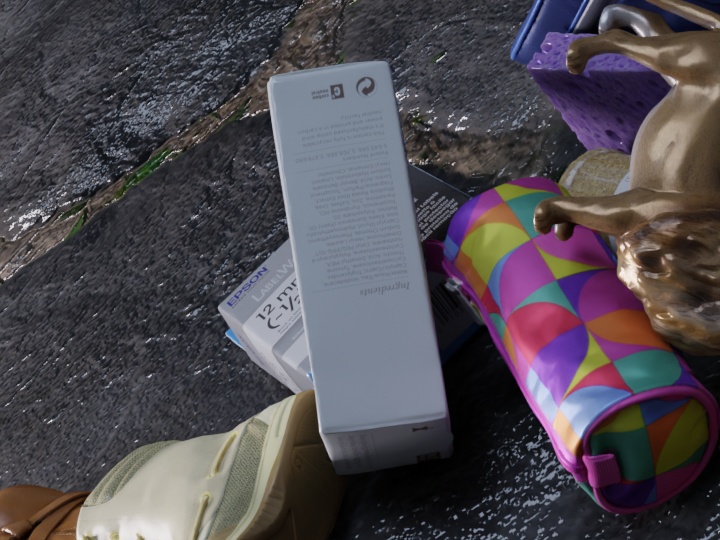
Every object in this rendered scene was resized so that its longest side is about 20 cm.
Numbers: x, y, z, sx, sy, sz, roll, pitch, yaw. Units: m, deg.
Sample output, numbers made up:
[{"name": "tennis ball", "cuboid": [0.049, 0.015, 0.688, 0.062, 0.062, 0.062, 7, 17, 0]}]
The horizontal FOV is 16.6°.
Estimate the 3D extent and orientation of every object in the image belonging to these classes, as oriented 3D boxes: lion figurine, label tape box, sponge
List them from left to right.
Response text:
[{"name": "label tape box", "cuboid": [-0.007, 0.003, 1.478, 0.143, 0.066, 0.200, -44, 32, -8]}, {"name": "lion figurine", "cuboid": [0.159, -0.060, 1.216, 0.122, 0.072, 0.202, 7, 83, 21]}, {"name": "sponge", "cuboid": [0.188, -0.080, 1.325, 0.199, 0.112, 0.030, 8, 56, 51]}]

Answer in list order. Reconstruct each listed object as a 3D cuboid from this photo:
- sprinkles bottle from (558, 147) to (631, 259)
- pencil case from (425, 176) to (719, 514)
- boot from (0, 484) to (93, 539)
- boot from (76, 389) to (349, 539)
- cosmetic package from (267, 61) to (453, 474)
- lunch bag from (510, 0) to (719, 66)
[{"name": "sprinkles bottle", "cuboid": [0.186, -0.021, 1.295, 0.068, 0.068, 0.200, -50, 32, -18]}, {"name": "pencil case", "cuboid": [0.107, 0.035, 1.264, 0.088, 0.088, 0.200, -37, 40, 3]}, {"name": "boot", "cuboid": [-0.221, 0.203, 1.442, 0.154, 0.074, 0.201, -8, 45, 36]}, {"name": "boot", "cuboid": [-0.097, 0.163, 1.358, 0.155, 0.073, 0.201, -17, 41, 38]}, {"name": "cosmetic package", "cuboid": [0.000, 0.000, 1.333, 0.073, 0.102, 0.201, -8, 72, 2]}, {"name": "lunch bag", "cuboid": [0.165, -0.178, 1.398, 0.136, 0.132, 0.200, -59, -2, -32]}]
